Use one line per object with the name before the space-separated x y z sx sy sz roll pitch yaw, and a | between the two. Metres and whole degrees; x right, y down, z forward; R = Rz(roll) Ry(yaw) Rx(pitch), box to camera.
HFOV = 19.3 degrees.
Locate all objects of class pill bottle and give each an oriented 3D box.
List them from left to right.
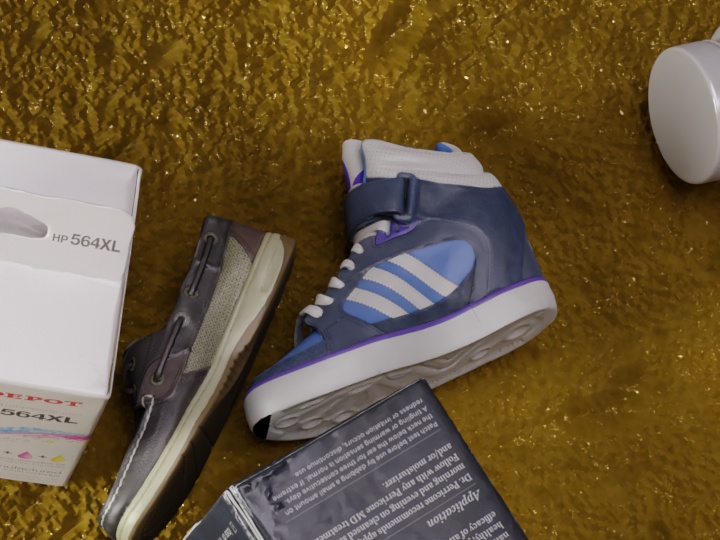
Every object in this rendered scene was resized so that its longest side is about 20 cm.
pill bottle | 0.284 -0.114 1.305 0.200 0.112 0.112 -14 75 -19

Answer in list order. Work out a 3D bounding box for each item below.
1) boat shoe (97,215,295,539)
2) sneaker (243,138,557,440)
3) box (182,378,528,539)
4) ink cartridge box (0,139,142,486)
boat shoe | -0.100 0.059 1.165 0.065 0.073 0.200 23 62 6
sneaker | 0.000 0.000 1.210 0.200 0.081 0.147 -22 69 -18
box | 0.011 0.188 1.071 0.124 0.200 0.197 -28 80 -23
ink cartridge box | -0.191 0.018 1.078 0.128 0.200 0.125 9 68 -12
